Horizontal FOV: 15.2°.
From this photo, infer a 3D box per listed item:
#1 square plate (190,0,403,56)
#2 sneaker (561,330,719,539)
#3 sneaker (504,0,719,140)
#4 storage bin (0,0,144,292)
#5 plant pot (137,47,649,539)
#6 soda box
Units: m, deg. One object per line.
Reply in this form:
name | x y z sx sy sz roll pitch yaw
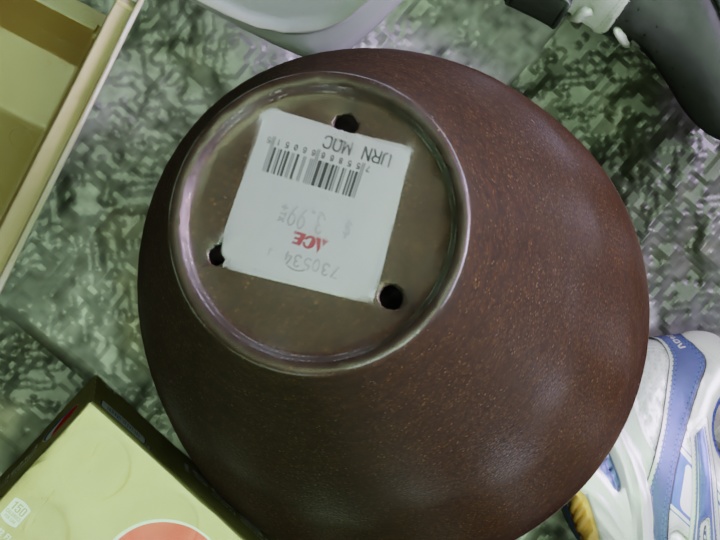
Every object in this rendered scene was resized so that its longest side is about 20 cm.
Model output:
square plate | -0.040 -0.144 0.873 0.198 0.200 0.029 24 55 -24
sneaker | 0.132 0.120 1.010 0.088 0.075 0.201 -18 98 -3
sneaker | 0.069 -0.120 0.982 0.088 0.074 0.200 -34 88 0
storage bin | -0.200 -0.059 0.909 0.199 0.094 0.199 27 55 -7
plant pot | 0.000 0.000 0.898 0.186 0.200 0.188 -1 80 8
soda box | -0.049 0.133 1.003 0.200 0.064 0.068 43 91 -7
